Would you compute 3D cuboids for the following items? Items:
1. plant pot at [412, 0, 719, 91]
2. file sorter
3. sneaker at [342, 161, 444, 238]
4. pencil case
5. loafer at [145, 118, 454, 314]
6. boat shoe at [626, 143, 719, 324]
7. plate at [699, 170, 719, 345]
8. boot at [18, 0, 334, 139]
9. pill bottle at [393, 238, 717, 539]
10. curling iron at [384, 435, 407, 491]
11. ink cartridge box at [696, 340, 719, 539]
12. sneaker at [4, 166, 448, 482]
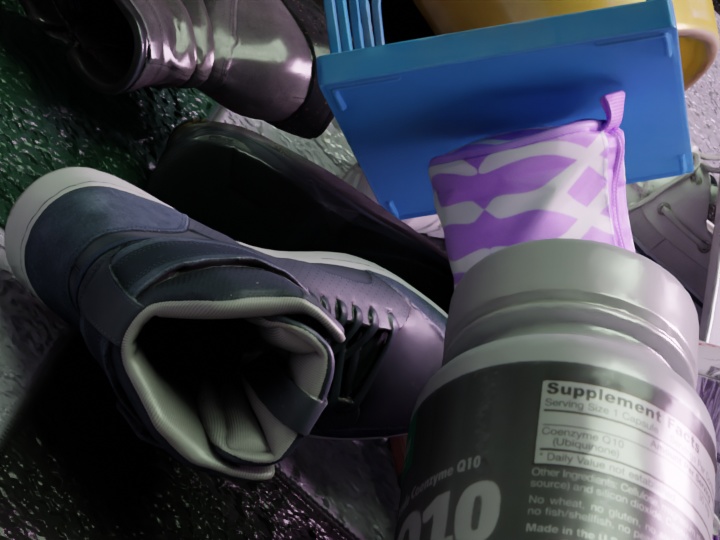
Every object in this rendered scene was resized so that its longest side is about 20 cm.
[{"bbox_3d":[0.104,-0.180,1.603,0.200,0.200,0.190,9,55,-56],"label":"plant pot"},{"bbox_3d":[0.058,-0.113,1.226,0.200,0.138,0.123,59,22,-74],"label":"file sorter"},{"bbox_3d":[0.060,-0.040,1.410,0.099,0.078,0.200,50,23,4],"label":"sneaker"},{"bbox_3d":[0.087,0.037,1.175,0.084,0.085,0.201,-23,98,-60],"label":"pencil case"},{"bbox_3d":[0.000,0.000,1.236,0.200,0.073,0.072,40,17,-15],"label":"loafer"},{"bbox_3d":[0.164,-0.037,1.546,0.202,0.086,0.075,43,13,-18],"label":"boat shoe"},{"bbox_3d":[0.236,0.053,1.513,0.199,0.032,0.201,32,56,-31],"label":"plate"},{"bbox_3d":[-0.098,-0.133,1.284,0.131,0.070,0.200,11,21,-39],"label":"boot"},{"bbox_3d":[0.068,0.095,1.042,0.113,0.113,0.201,33,46,-27],"label":"pill bottle"},{"bbox_3d":[0.041,0.121,1.147,0.049,0.026,0.200,29,27,-28],"label":"curling iron"},{"bbox_3d":[0.189,0.089,1.271,0.199,0.083,0.146,17,5,32],"label":"ink cartridge box"},{"bbox_3d":[-0.020,0.036,1.072,0.202,0.077,0.146,19,9,-31],"label":"sneaker"}]
